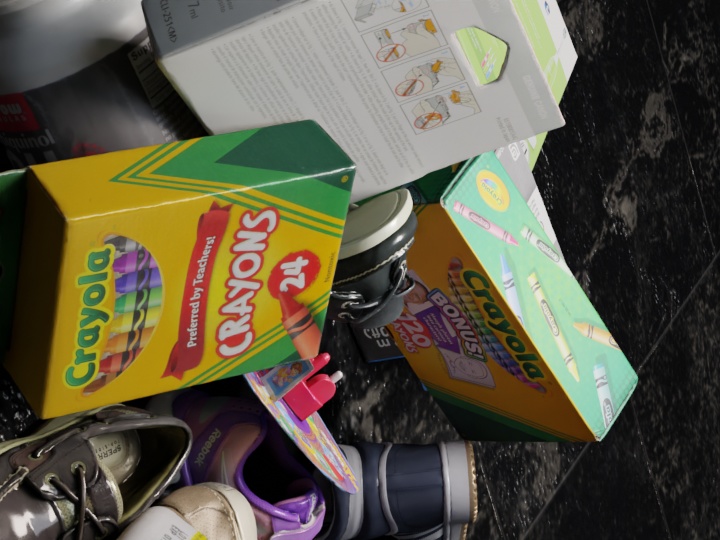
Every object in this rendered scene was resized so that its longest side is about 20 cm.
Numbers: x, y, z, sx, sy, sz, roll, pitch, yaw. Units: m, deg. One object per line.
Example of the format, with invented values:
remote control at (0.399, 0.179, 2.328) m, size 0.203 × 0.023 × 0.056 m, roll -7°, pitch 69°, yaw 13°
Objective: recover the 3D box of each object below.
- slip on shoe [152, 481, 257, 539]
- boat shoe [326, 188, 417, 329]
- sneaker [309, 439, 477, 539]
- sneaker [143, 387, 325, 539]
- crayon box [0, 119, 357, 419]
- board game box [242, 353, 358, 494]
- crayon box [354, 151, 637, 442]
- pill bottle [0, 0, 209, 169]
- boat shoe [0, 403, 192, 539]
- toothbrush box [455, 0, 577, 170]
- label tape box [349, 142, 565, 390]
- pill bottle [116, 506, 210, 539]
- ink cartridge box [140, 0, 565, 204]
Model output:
slip on shoe at (-0.083, 0.219, 1.281) m, size 0.061 × 0.076 × 0.201 m, roll -11°, pitch 97°, yaw -59°
boat shoe at (-0.002, 0.001, 1.316) m, size 0.074 × 0.199 × 0.066 m, roll -32°, pitch 96°, yaw -18°
sneaker at (0.016, 0.152, 1.536) m, size 0.200 × 0.108 × 0.070 m, roll 99°, pitch -14°, yaw -75°
sneaker at (-0.059, 0.157, 1.347) m, size 0.080 × 0.088 × 0.201 m, roll -47°, pitch 124°, yaw -60°
crayon box at (-0.106, 0.001, 1.180) m, size 0.199 × 0.051 × 0.127 m, roll -12°, pitch 132°, yaw -30°
board game box at (-0.045, 0.038, 1.354) m, size 0.200 × 0.039 × 0.158 m, roll 58°, pitch 6°, yaw 34°
crayon box at (0.071, 0.017, 1.433) m, size 0.058 × 0.119 × 0.200 m, roll -52°, pitch 121°, yaw -32°
pill bottle at (-0.143, -0.093, 1.238) m, size 0.201 × 0.110 × 0.111 m, roll 66°, pitch 29°, yaw -26°
boat shoe at (-0.153, 0.114, 1.197) m, size 0.200 × 0.065 × 0.073 m, roll -45°, pitch 122°, yaw -58°
toothbrush box at (0.084, -0.164, 1.750) m, size 0.146 × 0.086 × 0.200 m, roll 65°, pitch 31°, yaw -28°
label tape box at (0.064, 0.009, 1.579) m, size 0.201 × 0.144 × 0.063 m, roll 66°, pitch 29°, yaw -25°
pill bottle at (-0.061, 0.220, 1.192) m, size 0.200 × 0.109 × 0.109 m, roll 37°, pitch 32°, yaw 3°
ink cartridge box at (0.001, -0.107, 1.217) m, size 0.200 × 0.173 × 0.044 m, roll 56°, pitch 16°, yaw -60°
